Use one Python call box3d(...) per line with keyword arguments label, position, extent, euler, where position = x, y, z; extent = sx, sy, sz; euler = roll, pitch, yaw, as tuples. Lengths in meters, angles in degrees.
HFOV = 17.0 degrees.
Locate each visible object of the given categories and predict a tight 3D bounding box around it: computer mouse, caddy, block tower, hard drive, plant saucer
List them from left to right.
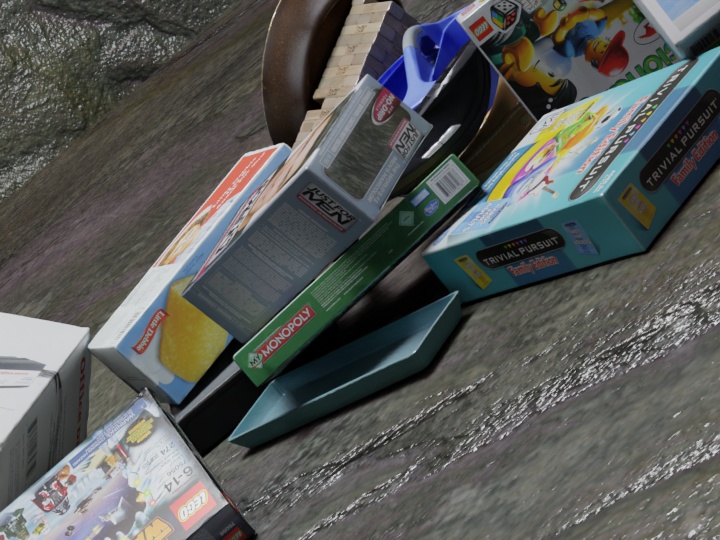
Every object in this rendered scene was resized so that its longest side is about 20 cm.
box3d(label="hard drive", position=(-0.085, 0.059, 1.825), extent=(0.139, 0.033, 0.200), euler=(-40, 13, 2))
box3d(label="plant saucer", position=(-0.010, 0.071, 1.616), extent=(0.199, 0.019, 0.070), euler=(-26, 19, 44))
box3d(label="plant saucer", position=(-0.011, -0.170, 2.064), extent=(0.032, 0.201, 0.200), euler=(11, 46, 35))
box3d(label="block tower", position=(-0.006, -0.130, 1.996), extent=(0.058, 0.054, 0.201), euler=(0, 65, 50))
box3d(label="computer mouse", position=(0.038, -0.078, 1.771), extent=(0.201, 0.046, 0.140), euler=(-54, 4, -3))
box3d(label="caddy", position=(0.067, -0.146, 1.902), extent=(0.141, 0.105, 0.200), euler=(-35, 14, 18))

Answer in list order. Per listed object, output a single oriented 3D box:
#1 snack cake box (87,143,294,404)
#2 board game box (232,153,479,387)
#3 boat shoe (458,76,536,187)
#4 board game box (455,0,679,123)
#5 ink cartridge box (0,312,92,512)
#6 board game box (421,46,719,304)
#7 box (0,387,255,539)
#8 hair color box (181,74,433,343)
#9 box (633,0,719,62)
box3d(label="snack cake box", position=(-0.110, 0.003, 1.807), extent=(0.200, 0.067, 0.115), euler=(-51, 11, -12))
box3d(label="board game box", position=(0.000, 0.000, 1.653), extent=(0.200, 0.029, 0.135), euler=(-43, -1, 2))
box3d(label="boat shoe", position=(0.127, -0.142, 1.790), extent=(0.200, 0.076, 0.072), euler=(-46, 17, -17))
box3d(label="board game box", position=(0.182, -0.189, 1.688), extent=(0.200, 0.126, 0.035), euler=(-39, 13, 7))
box3d(label="ink cartridge box", position=(-0.271, 0.140, 1.789), extent=(0.083, 0.146, 0.200), euler=(11, 25, 9))
box3d(label="board game box", position=(0.147, -0.060, 1.544), extent=(0.151, 0.047, 0.200), euler=(-48, 15, -30))
box3d(label="box", position=(-0.177, 0.184, 1.541), extent=(0.200, 0.040, 0.137), euler=(-41, 42, -2))
box3d(label="hair color box", position=(-0.039, -0.039, 1.653), extent=(0.200, 0.061, 0.099), euler=(-42, 14, 51))
box3d(label="box", position=(0.203, -0.236, 1.583), extent=(0.112, 0.201, 0.101), euler=(-38, -23, 7))
